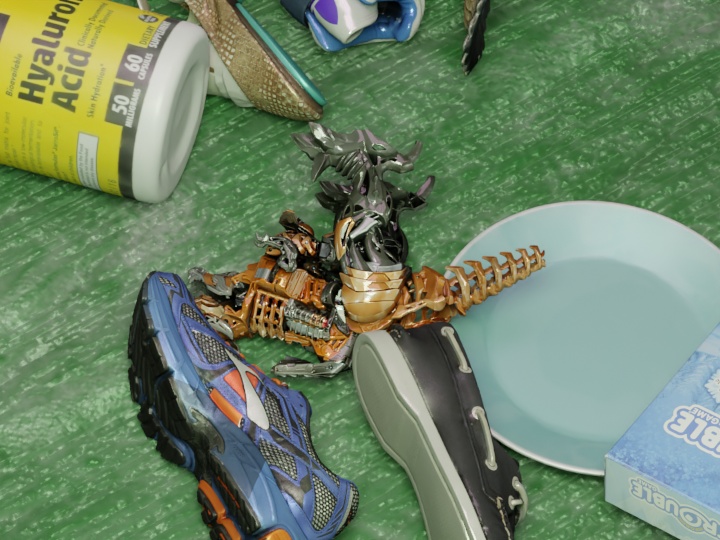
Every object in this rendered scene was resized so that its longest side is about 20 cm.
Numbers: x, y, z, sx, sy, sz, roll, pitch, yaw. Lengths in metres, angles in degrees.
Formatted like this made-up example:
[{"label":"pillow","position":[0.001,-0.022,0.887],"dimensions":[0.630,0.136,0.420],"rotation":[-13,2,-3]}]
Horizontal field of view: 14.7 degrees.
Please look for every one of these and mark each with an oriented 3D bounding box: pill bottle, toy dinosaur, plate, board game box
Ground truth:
[{"label":"pill bottle","position":[-0.198,-0.116,1.671],"dimensions":[0.199,0.112,0.112],"rotation":[14,51,7]},{"label":"toy dinosaur","position":[0.000,0.000,1.620],"dimensions":[0.199,0.102,0.136],"rotation":[6,64,-12]},{"label":"plate","position":[0.140,0.043,1.629],"dimensions":[0.199,0.026,0.201],"rotation":[2,51,-2]},{"label":"board game box","position":[0.270,0.093,1.540],"dimensions":[0.199,0.043,0.199],"rotation":[26,54,26]}]

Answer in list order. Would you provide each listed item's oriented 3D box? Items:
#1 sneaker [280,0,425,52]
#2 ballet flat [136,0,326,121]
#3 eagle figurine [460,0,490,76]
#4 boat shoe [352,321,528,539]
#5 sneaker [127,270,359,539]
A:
[{"label":"sneaker","position":[-0.042,-0.206,1.731],"dimensions":[0.199,0.081,0.147],"rotation":[20,32,-39]},{"label":"ballet flat","position":[-0.093,-0.149,1.748],"dimensions":[0.065,0.071,0.200],"rotation":[-37,56,2]},{"label":"eagle figurine","position":[0.089,-0.235,1.765],"dimensions":[0.200,0.151,0.152],"rotation":[-33,60,-26]},{"label":"boat shoe","position":[0.059,0.114,1.532],"dimensions":[0.060,0.074,0.201],"rotation":[-14,56,-21]},{"label":"sneaker","position":[-0.069,0.082,1.558],"dimensions":[0.078,0.075,0.200],"rotation":[-17,62,-28]}]
